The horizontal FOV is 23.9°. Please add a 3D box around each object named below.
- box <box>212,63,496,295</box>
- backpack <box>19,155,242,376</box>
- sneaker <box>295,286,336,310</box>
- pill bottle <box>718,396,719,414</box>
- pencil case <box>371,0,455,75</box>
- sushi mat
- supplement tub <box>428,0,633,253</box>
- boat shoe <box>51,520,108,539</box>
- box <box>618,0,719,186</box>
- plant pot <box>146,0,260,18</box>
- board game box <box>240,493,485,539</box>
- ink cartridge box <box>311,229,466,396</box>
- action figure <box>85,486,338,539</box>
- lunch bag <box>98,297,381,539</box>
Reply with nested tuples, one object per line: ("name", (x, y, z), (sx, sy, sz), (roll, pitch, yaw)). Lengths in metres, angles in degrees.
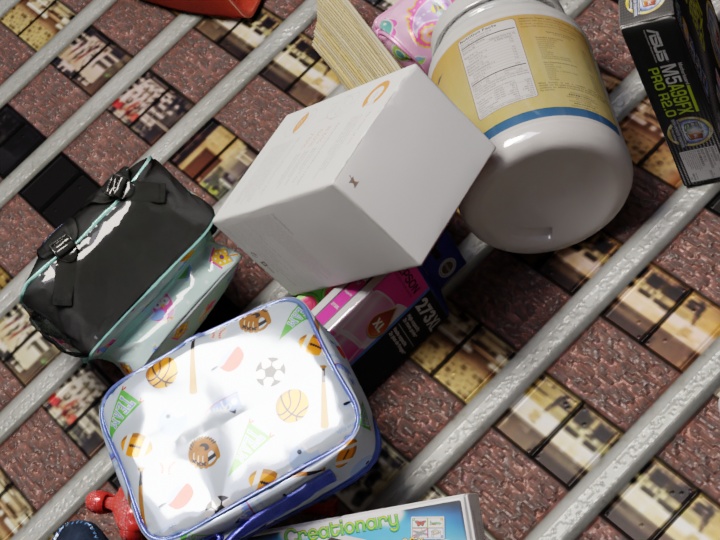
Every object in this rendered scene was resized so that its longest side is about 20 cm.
("box", (-0.009, -0.067, 1.340), (0.200, 0.097, 0.125), (-13, 39, 58))
("backpack", (-0.202, 0.005, 1.478), (0.176, 0.153, 0.200), (-51, 12, -12))
("sneaker", (0.000, 0.000, 1.451), (0.200, 0.077, 0.084), (-48, 16, -5))
("pill bottle", (0.352, 0.099, 1.146), (0.199, 0.111, 0.111), (-22, 48, 12))
("pencil case", (0.096, -0.262, 1.573), (0.200, 0.087, 0.087), (-49, 49, -9))
("sushi mat", (0.000, -0.191, 1.570), (0.012, 0.096, 0.200), (-12, 43, -21))
("supplement tub", (0.135, -0.130, 1.413), (0.144, 0.145, 0.201), (-22, 48, 12))
("boat shoe", (-0.230, 0.282, 1.350), (0.084, 0.069, 0.201), (-20, 49, 14))
("box", (0.252, -0.191, 1.358), (0.044, 0.200, 0.161), (-10, 51, 21))
("plant pot", (-0.196, -0.389, 1.767), (0.176, 0.200, 0.201), (-1, 55, 41))
("board game box", (0.000, 0.242, 1.244), (0.199, 0.035, 0.127), (-13, 79, 20))
("ink cartridge box", (0.009, 0.042, 1.384), (0.200, 0.095, 0.037), (-46, 48, -10))
("action figure", (-0.117, 0.197, 1.353), (0.199, 0.099, 0.066), (7, 81, 6))
("lunch bag", (-0.093, 0.125, 1.274), (0.199, 0.076, 0.161), (-30, 60, 2))
